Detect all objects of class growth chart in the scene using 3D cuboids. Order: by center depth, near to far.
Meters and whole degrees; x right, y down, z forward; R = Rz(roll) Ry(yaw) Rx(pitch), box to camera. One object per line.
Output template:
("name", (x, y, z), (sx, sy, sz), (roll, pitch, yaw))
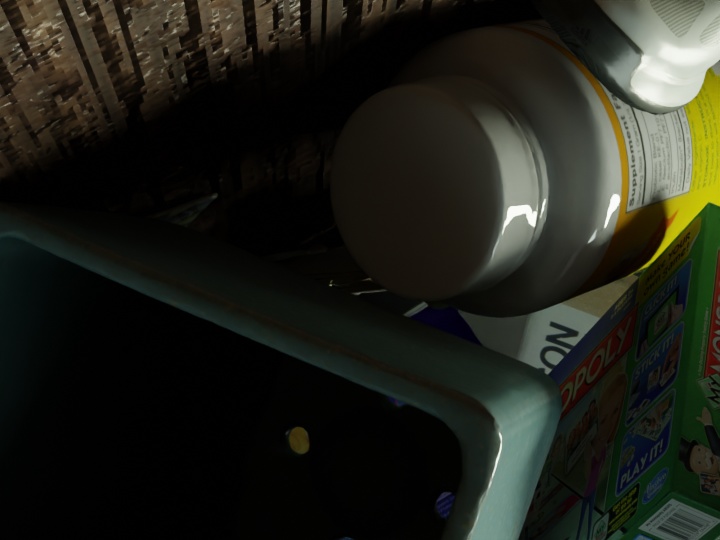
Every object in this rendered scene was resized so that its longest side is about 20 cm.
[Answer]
("growth chart", (0.000, 0.000, 0.795), (0.199, 0.018, 0.144), (-2, -170, 44))

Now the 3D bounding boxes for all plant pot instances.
("plant pot", (-0.032, 0.090, 0.633), (0.200, 0.195, 0.197), (-13, 122, -66))

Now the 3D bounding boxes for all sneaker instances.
("sneaker", (0.135, -0.125, 0.589), (0.115, 0.076, 0.200), (-44, 172, 33))

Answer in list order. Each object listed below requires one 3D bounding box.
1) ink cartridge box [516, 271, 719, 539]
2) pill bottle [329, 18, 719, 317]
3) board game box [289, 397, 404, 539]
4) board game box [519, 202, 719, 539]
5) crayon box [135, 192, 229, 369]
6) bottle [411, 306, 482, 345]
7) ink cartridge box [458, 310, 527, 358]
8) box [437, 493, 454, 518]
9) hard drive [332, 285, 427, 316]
("ink cartridge box", (0.154, 0.081, 0.867), (0.075, 0.164, 0.201), (-55, 160, -52))
("pill bottle", (0.077, -0.045, 0.687), (0.109, 0.110, 0.199), (-35, 169, 38))
("board game box", (-0.047, 0.099, 0.832), (0.200, 0.134, 0.045), (-56, 161, -56))
("board game box", (0.091, 0.082, 0.685), (0.200, 0.029, 0.135), (125, -15, -48))
("crayon box", (-0.140, 0.047, 0.733), (0.125, 0.052, 0.200), (-21, 168, -39))
("bottle", (0.021, 0.109, 1.020), (0.083, 0.065, 0.201), (-29, 152, -47))
("ink cartridge box", (0.153, 0.023, 1.011), (0.087, 0.146, 0.200), (-30, -169, 31))
("box", (0.069, 0.076, 1.051), (0.032, 0.201, 0.121), (-2, 156, -38))
("hard drive", (0.042, -0.008, 0.947), (0.199, 0.038, 0.140), (-32, -179, 29))
